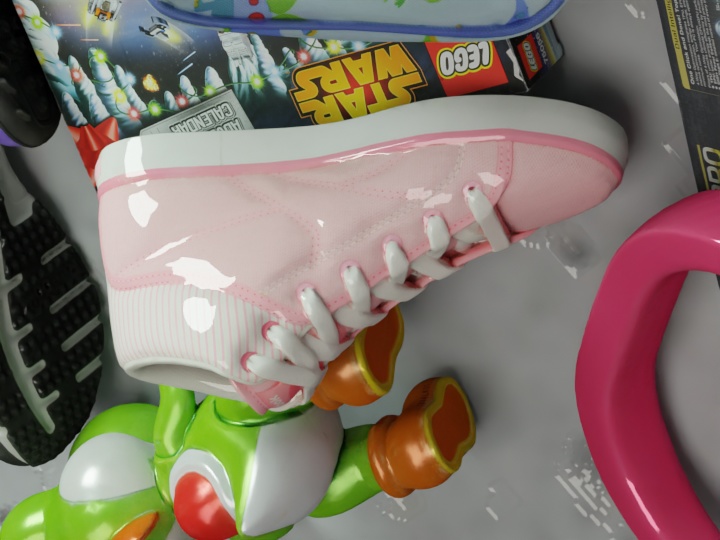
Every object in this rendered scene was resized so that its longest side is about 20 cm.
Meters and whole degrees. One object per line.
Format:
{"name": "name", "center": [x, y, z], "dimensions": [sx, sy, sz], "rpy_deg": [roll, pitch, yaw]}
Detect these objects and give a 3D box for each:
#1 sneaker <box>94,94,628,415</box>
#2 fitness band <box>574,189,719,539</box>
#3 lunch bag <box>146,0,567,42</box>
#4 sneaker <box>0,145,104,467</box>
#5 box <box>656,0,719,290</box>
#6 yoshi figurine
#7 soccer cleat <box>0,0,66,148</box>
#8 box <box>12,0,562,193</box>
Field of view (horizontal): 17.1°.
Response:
{"name": "sneaker", "center": [0.000, 0.000, 0.860], "dimensions": [0.198, 0.075, 0.106], "rpy_deg": [-5, 70, 12]}
{"name": "fitness band", "center": [0.136, 0.055, 0.828], "dimensions": [0.144, 0.037, 0.201], "rpy_deg": [50, 155, 21]}
{"name": "lunch bag", "center": [0.002, -0.173, 0.755], "dimensions": [0.159, 0.082, 0.202], "rpy_deg": [0, 105, -10]}
{"name": "sneaker", "center": [-0.173, -0.012, 0.999], "dimensions": [0.080, 0.074, 0.201], "rpy_deg": [-10, 104, 43]}
{"name": "box", "center": [0.158, -0.074, 0.749], "dimensions": [0.161, 0.049, 0.201], "rpy_deg": [16, 126, 56]}
{"name": "yoshi figurine", "center": [-0.056, 0.070, 0.969], "dimensions": [0.199, 0.112, 0.113], "rpy_deg": [-25, 69, 23]}
{"name": "soccer cleat", "center": [-0.187, -0.128, 0.933], "dimensions": [0.073, 0.068, 0.201], "rpy_deg": [-30, 95, 21]}
{"name": "box", "center": [-0.039, -0.113, 0.885], "dimensions": [0.199, 0.040, 0.138], "rpy_deg": [-13, 109, 32]}
